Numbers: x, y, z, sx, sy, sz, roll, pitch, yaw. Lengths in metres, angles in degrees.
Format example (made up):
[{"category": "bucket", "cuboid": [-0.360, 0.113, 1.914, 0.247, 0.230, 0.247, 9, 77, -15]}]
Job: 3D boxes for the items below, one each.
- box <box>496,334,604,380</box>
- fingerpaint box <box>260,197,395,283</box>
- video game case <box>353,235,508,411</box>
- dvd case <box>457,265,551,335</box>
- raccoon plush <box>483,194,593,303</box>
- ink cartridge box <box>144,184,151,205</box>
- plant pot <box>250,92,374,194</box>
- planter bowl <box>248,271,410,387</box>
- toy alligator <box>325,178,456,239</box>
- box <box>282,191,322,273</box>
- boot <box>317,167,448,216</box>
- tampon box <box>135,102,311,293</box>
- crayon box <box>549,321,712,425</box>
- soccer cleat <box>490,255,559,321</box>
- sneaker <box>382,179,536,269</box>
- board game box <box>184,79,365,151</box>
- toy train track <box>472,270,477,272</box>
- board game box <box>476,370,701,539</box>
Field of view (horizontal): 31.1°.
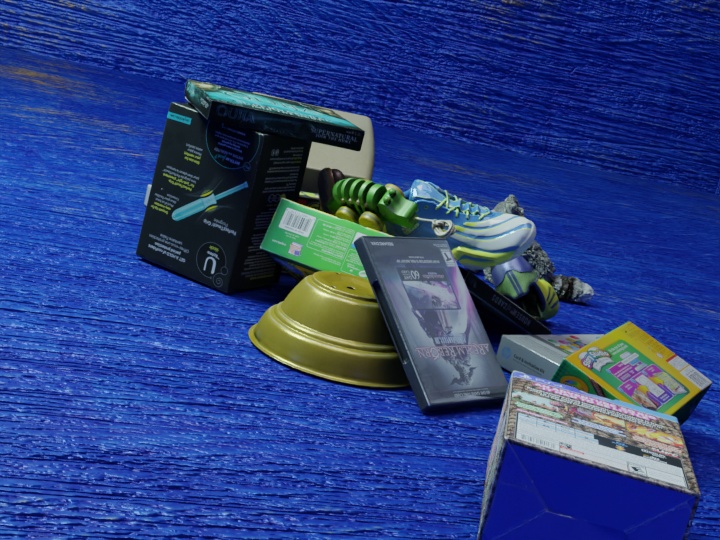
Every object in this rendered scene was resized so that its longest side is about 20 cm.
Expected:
[{"category": "box", "cuboid": [0.285, 0.123, 1.566, 0.199, 0.042, 0.155, 4, 17, -42]}, {"category": "fingerpaint box", "cuboid": [0.000, 0.000, 1.579, 0.198, 0.074, 0.167, 20, -11, 22]}, {"category": "video game case", "cuboid": [0.080, 0.054, 1.400, 0.142, 0.019, 0.201, 1, 59, -46]}, {"category": "dvd case", "cuboid": [0.145, 0.026, 1.700, 0.199, 0.025, 0.150, 33, -2, -43]}, {"category": "raccoon plush", "cuboid": [0.277, -0.038, 2.023, 0.198, 0.135, 0.097, 10, 12, -16]}, {"category": "ink cartridge box", "cuboid": [-0.239, -0.079, 1.865, 0.094, 0.037, 0.200, 8, 12, -28]}, {"category": "plant pot", "cuboid": [-0.083, -0.118, 1.884, 0.198, 0.201, 0.177, 10, 24, -18]}, {"category": "planter bowl", "cuboid": [-0.019, 0.053, 1.432, 0.198, 0.084, 0.201, 14, 12, -3]}, {"category": "toy alligator", "cuboid": [0.027, -0.080, 1.534, 0.199, 0.059, 0.054, 14, -33, 42]}, {"category": "box", "cuboid": [-0.027, -0.043, 1.771, 0.198, 0.111, 0.035, 9, 13, -26]}, {"category": "boot", "cuboid": [0.038, -0.078, 1.717, 0.165, 0.201, 0.073, -22, 38, -5]}, {"category": "tampon box", "cuboid": [-0.170, -0.094, 1.627, 0.149, 0.202, 0.126, 21, 14, 25]}, {"category": "crayon box", "cuboid": [0.289, 0.129, 1.396, 0.119, 0.059, 0.199, 38, 27, 21]}, {"category": "soccer cleat", "cuboid": [0.229, 0.041, 1.761, 0.200, 0.064, 0.084, 41, 22, -58]}, {"category": "sneaker", "cuboid": [0.109, -0.058, 1.574, 0.198, 0.105, 0.076, -6, 45, 26]}, {"category": "board game box", "cuboid": [-0.108, -0.192, 1.596, 0.198, 0.028, 0.135, 9, 15, -24]}, {"category": "toy train track", "cuboid": [0.211, -0.021, 2.132, 0.114, 0.033, 0.200, 26, 22, 18]}, {"category": "board game box", "cuboid": [0.189, 0.177, 1.101, 0.158, 0.098, 0.200, 16, 13, 6]}]
